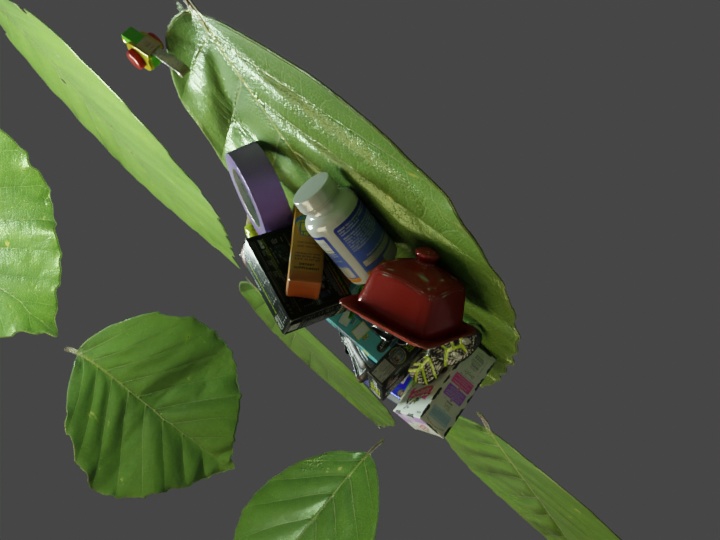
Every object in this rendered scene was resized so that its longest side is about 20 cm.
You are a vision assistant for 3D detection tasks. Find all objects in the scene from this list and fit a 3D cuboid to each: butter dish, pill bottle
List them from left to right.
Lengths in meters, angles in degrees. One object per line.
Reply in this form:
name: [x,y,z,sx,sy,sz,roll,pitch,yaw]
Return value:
pill bottle: [-0.030,-0.079,1.290,0.200,0.112,0.112,50,163,-27]
butter dish: [0.100,0.031,1.234,0.199,0.149,0.199,26,-161,31]

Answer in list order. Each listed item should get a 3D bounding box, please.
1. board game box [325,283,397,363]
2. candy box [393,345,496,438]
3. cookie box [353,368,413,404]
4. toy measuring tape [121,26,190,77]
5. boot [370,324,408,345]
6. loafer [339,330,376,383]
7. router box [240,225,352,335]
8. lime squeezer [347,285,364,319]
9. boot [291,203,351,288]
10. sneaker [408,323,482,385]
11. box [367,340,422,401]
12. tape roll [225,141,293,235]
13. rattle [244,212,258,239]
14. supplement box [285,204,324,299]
board game box: [0.017,0.088,1.556,0.200,0.151,0.047,41,169,4]
candy box: [0.176,0.246,1.503,0.071,0.201,0.168,40,165,-10]
cookie box: [0.106,0.225,1.684,0.199,0.172,0.075,21,159,51]
toy measuring tape: [-0.391,-0.408,1.363,0.199,0.074,0.074,36,164,23]
boot: [0.061,0.072,1.441,0.070,0.132,0.199,48,164,-29]
loafer: [-0.016,0.181,1.639,0.072,0.063,0.200,37,-169,-35]
router box: [-0.127,0.011,1.395,0.201,0.149,0.062,59,146,19]
lime squeezer: [0.000,0.000,1.504,0.038,0.070,0.202,30,125,43]
boot: [-0.090,-0.042,1.513,0.155,0.072,0.202,28,131,45]
sneaker: [0.171,0.155,1.434,0.075,0.077,0.200,43,130,-8]
box: [0.099,0.180,1.511,0.044,0.200,0.161,42,165,17]
tape roll: [-0.210,-0.162,1.466,0.201,0.065,0.201,58,166,23]
rattle: [-0.183,-0.099,1.776,0.199,0.143,0.131,34,-155,-37]
supplement box: [-0.102,-0.049,1.352,0.066,0.202,0.069,6,147,-7]
